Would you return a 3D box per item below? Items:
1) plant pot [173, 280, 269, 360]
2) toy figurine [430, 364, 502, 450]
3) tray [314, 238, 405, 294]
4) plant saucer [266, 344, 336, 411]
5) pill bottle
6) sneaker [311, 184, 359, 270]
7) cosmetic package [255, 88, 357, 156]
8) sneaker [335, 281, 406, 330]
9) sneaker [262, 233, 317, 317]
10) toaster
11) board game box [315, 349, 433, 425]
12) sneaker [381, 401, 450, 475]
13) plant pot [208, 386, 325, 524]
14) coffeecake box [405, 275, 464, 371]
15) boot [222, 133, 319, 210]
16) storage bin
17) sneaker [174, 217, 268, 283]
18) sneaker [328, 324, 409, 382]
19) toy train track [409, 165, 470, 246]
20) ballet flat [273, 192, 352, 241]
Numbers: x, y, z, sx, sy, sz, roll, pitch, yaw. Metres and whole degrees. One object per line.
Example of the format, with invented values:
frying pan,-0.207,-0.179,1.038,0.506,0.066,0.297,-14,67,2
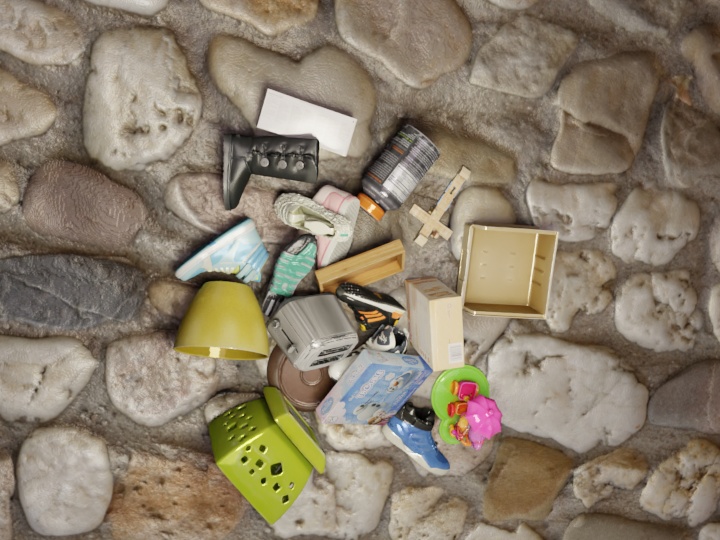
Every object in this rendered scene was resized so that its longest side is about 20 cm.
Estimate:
plant pot,-0.283,0.103,1.560,0.197,0.200,0.144,7,76,-13
toy figurine,0.253,0.342,1.711,0.148,0.184,0.203,7,101,-13
tray,0.000,0.000,1.632,0.197,0.099,0.037,-22,66,-8
plant saucer,-0.112,0.230,1.688,0.197,0.034,0.204,-3,103,-11
pill bottle,0.072,-0.205,1.600,0.106,0.106,0.201,38,92,-17
sneaker,-0.073,-0.092,1.617,0.104,0.075,0.202,33,124,23
cosmetic package,-0.113,-0.311,1.566,0.197,0.051,0.084,17,102,-15
sneaker,0.013,0.092,1.641,0.199,0.070,0.091,19,107,-42
sneaker,-0.159,-0.001,1.585,0.074,0.088,0.202,24,108,-23
toaster,-0.093,0.128,1.576,0.198,0.130,0.114,-6,145,-49
board game box,0.033,0.262,1.639,0.197,0.044,0.201,12,126,-40
sneaker,0.157,0.390,1.755,0.199,0.077,0.112,38,101,-10
plant pot,-0.196,0.382,1.614,0.181,0.199,0.201,-39,111,-4
coffeecake box,0.160,0.111,1.635,0.072,0.200,0.156,-7,103,-10
boot,-0.185,-0.199,1.548,0.197,0.066,0.167,1,116,-8
storage bin,0.331,-0.003,1.704,0.195,0.094,0.203,3,101,-13
sneaker,-0.283,-0.007,1.579,0.199,0.080,0.132,-33,105,-3
sneaker,0.026,0.174,1.637,0.196,0.080,0.131,-6,137,-26
toy train track,0.186,-0.143,1.676,0.114,0.033,0.201,32,92,-16
ballet flat,-0.109,-0.110,1.546,0.198,0.072,0.073,20,99,24
